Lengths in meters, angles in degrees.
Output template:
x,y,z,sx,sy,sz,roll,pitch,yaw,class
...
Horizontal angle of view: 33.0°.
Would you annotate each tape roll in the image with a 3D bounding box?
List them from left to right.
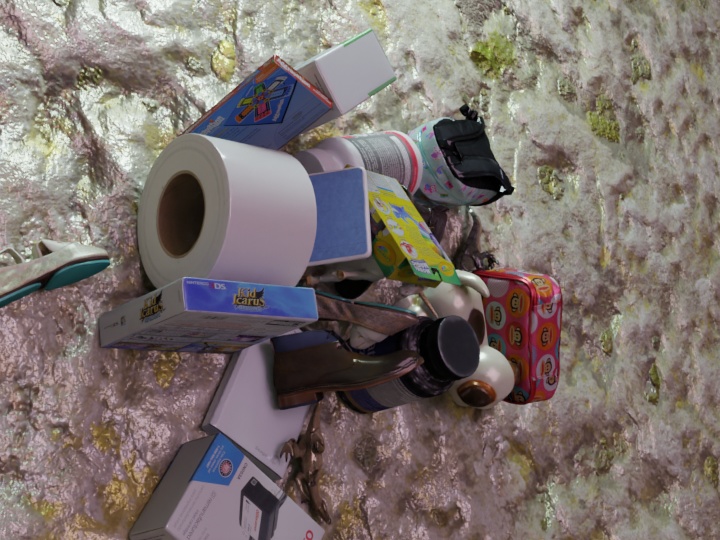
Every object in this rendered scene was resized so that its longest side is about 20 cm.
x,y,z,sx,sy,sz,roll,pitch,yaw,class
-0.169,-0.061,1.526,0.139,0.202,0.204,7,69,-43,tape roll

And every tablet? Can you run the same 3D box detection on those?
x,y,z,sx,sy,sz,roll,pitch,yaw,class
-0.085,-0.065,1.630,0.014,0.199,0.131,48,36,-68,tablet

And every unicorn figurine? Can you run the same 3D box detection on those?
x,y,z,sx,sy,sz,roll,pitch,yaw,class
0.000,0.000,1.677,0.137,0.199,0.074,5,101,-52,unicorn figurine

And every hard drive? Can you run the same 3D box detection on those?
x,y,z,sx,sy,sz,roll,pitch,yaw,class
-0.122,0.158,1.612,0.132,0.026,0.201,42,49,-26,hard drive

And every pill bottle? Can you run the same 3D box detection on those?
x,y,z,sx,sy,sz,roll,pitch,yaw,class
-0.010,-0.143,1.778,0.199,0.110,0.111,-13,84,-47,pill bottle
0.064,0.126,1.680,0.112,0.199,0.112,19,61,-39,pill bottle

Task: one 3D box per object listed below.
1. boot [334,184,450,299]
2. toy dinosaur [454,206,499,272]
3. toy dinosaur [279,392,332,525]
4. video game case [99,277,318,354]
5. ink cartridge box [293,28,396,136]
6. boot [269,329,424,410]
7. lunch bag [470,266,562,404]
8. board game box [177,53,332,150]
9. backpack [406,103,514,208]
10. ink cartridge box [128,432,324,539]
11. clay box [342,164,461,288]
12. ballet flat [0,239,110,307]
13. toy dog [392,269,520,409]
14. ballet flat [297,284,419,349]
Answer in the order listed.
x,y,z,sx,sy,sz,roll,pitch,yaw,class
0.057,-0.027,1.815,0.201,0.069,0.174,-57,151,0,boot
0.188,-0.017,1.973,0.088,0.047,0.201,36,49,-21,toy dinosaur
-0.066,0.234,1.607,0.101,0.058,0.201,36,55,-76,toy dinosaur
-0.185,0.057,1.478,0.199,0.181,0.046,7,69,-43,video game case
-0.072,-0.246,1.696,0.146,0.199,0.084,-40,106,-45,ink cartridge box
-0.022,0.110,1.582,0.075,0.199,0.097,30,44,-88,boot
0.222,0.096,1.867,0.082,0.176,0.201,-6,101,-38,lunch bag
-0.142,-0.196,1.607,0.103,0.200,0.020,36,38,-29,board game box
0.138,-0.165,1.914,0.200,0.126,0.167,-10,69,-61,backpack
-0.157,0.319,1.473,0.200,0.084,0.145,47,47,-21,ink cartridge box
0.048,-0.049,1.652,0.115,0.048,0.200,12,41,-50,clay box
-0.376,-0.005,1.403,0.200,0.067,0.063,-24,82,-47,ballet flat
0.151,0.108,1.787,0.139,0.194,0.201,-23,82,-56,toy dog
-0.013,0.070,1.648,0.068,0.199,0.068,22,81,-58,ballet flat
